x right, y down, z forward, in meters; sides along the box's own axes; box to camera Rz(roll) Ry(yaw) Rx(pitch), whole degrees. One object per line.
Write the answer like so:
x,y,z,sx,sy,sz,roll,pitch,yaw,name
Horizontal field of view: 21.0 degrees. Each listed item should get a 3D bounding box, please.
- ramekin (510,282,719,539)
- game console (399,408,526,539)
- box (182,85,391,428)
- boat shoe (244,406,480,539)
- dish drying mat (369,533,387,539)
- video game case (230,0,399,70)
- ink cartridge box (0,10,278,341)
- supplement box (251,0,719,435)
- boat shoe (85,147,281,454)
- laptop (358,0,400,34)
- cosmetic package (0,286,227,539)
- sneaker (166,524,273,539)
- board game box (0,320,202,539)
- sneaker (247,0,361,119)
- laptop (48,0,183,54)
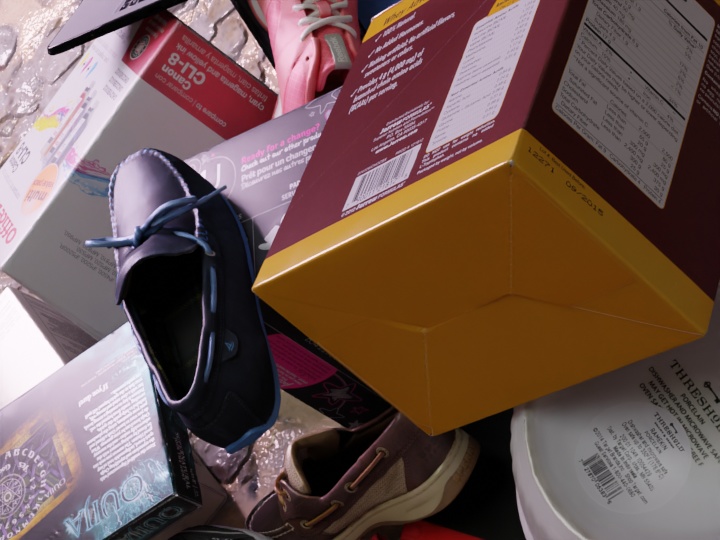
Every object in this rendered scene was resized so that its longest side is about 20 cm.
0.170,0.092,0.997,0.198,0.105,0.202,-7,65,15,ramekin
0.103,0.166,1.105,0.199,0.031,0.179,11,79,42,game console
0.000,0.000,1.154,0.131,0.200,0.116,-22,55,27,box
-0.016,0.122,1.157,0.199,0.072,0.073,-27,30,50,boat shoe
-0.038,0.251,1.156,0.200,0.018,0.077,-49,47,15,dish drying mat
0.023,-0.192,1.313,0.199,0.019,0.143,-27,48,-7,video game case
-0.144,-0.060,1.316,0.201,0.144,0.145,-54,26,3,ink cartridge box
0.080,-0.055,0.980,0.197,0.133,0.201,-25,33,46,supplement box
-0.095,0.002,1.043,0.084,0.068,0.201,-43,50,13,boat shoe
0.093,-0.192,1.206,0.186,0.200,0.117,-26,83,-5,laptop
-0.185,0.106,1.312,0.071,0.105,0.200,-51,45,7,cosmetic package
-0.061,0.209,1.117,0.199,0.086,0.081,33,98,40,sneaker
-0.190,0.133,1.211,0.199,0.028,0.136,-33,52,22,board game box
-0.021,-0.143,1.203,0.087,0.073,0.202,175,87,-71,sneaker
-0.120,-0.261,1.264,0.198,0.116,0.188,-18,26,25,laptop
